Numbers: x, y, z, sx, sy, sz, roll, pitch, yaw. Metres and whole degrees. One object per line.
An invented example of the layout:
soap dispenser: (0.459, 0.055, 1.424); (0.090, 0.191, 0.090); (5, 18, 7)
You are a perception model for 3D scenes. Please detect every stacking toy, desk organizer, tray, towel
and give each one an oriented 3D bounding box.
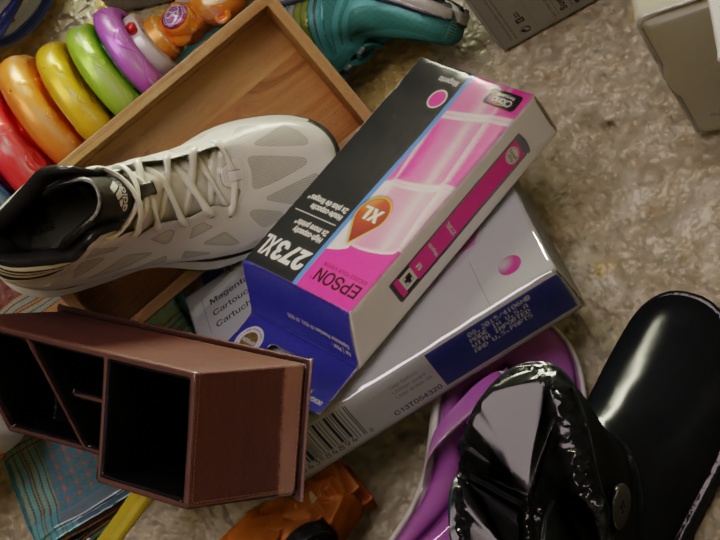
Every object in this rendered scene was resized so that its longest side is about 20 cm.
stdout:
stacking toy: (-0.146, -0.110, 1.199); (0.200, 0.110, 0.116); (-37, 47, 10)
desk organizer: (-0.123, 0.067, 1.040); (0.200, 0.077, 0.072); (10, 98, 43)
tray: (-0.097, -0.055, 1.153); (0.200, 0.037, 0.099); (-40, 91, -4)
towel: (-0.161, 0.055, 1.204); (0.147, 0.022, 0.200); (-34, 55, 7)

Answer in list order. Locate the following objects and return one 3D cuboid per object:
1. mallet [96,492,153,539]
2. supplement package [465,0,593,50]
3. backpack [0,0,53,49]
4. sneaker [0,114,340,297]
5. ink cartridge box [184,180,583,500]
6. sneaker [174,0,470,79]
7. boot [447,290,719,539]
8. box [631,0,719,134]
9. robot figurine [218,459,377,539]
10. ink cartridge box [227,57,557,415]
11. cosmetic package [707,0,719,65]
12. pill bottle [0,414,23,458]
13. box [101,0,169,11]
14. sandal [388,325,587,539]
mallet: (-0.134, 0.155, 1.068); (0.066, 0.041, 0.200); (1, 48, 37)
supplement package: (0.068, -0.260, 1.162); (0.111, 0.156, 0.200); (-29, 57, 12)
backpack: (-0.283, -0.221, 1.324); (0.200, 0.154, 0.191); (4, 60, 35)
sneaker: (-0.104, -0.032, 1.072); (0.200, 0.115, 0.076); (-19, 90, -2)
ink cartridge box: (0.000, 0.000, 1.108); (0.196, 0.043, 0.200); (-33, 42, 8)
sneaker: (-0.024, -0.136, 1.212); (0.200, 0.077, 0.080); (0, 85, 32)
boot: (0.116, 0.076, 0.964); (0.076, 0.168, 0.201); (11, 71, 29)
box: (0.200, -0.196, 1.081); (0.109, 0.128, 0.200); (-15, 61, 19)
robot figurine: (-0.057, 0.198, 1.059); (0.200, 0.058, 0.145); (-42, 54, 2)
ink cartridge box: (0.007, -0.022, 1.066); (0.095, 0.037, 0.200); (25, 71, 47)
cosmetic package: (0.215, -0.093, 0.978); (0.051, 0.200, 0.083); (-18, 59, 19)
pill bottle: (-0.299, 0.112, 1.181); (0.200, 0.114, 0.114); (-40, 54, 15)
box: (-0.103, -0.235, 1.235); (0.199, 0.158, 0.048); (-10, 60, 22)
sandal: (0.066, 0.099, 1.024); (0.082, 0.050, 0.203); (17, 57, 8)
